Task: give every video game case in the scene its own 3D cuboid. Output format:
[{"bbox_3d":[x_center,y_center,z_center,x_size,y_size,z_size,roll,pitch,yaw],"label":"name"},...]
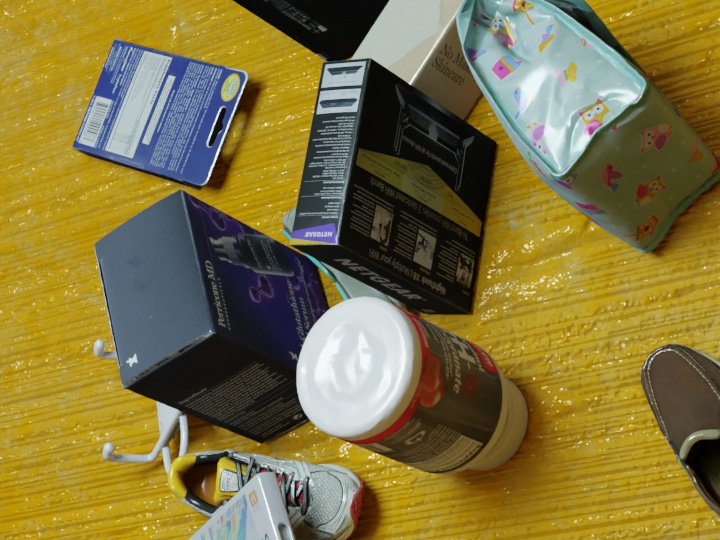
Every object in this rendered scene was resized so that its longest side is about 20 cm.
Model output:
[{"bbox_3d":[-0.099,0.293,1.642,0.200,0.022,0.183,-46,54,46],"label":"video game case"}]

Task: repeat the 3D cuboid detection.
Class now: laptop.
[{"bbox_3d":[-0.062,-0.279,1.783,0.199,0.187,0.117,-21,62,30],"label":"laptop"}]

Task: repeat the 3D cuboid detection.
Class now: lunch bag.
[{"bbox_3d":[0.172,-0.132,1.566,0.122,0.170,0.200,-45,50,7],"label":"lunch bag"}]

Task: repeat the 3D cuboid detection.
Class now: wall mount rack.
[{"bbox_3d":[-0.194,0.081,1.778,0.174,0.074,0.201,120,147,-49],"label":"wall mount rack"}]

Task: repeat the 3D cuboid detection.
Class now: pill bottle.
[{"bbox_3d":[0.048,0.099,1.551,0.110,0.200,0.111,-13,66,32],"label":"pill bottle"}]

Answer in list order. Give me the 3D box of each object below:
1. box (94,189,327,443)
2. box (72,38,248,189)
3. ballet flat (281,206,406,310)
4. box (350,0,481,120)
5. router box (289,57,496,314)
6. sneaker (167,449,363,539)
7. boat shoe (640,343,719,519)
[{"bbox_3d":[-0.119,0.044,1.697,0.104,0.200,0.149,-30,58,23],"label":"box"},{"bbox_3d":[-0.191,-0.153,1.933,0.199,0.032,0.122,18,85,41],"label":"box"},{"bbox_3d":[0.000,0.000,1.714,0.064,0.067,0.200,-42,53,3],"label":"ballet flat"},{"bbox_3d":[0.060,-0.186,1.720,0.078,0.095,0.201,38,99,39],"label":"box"},{"bbox_3d":[0.031,-0.065,1.626,0.052,0.200,0.158,-1,72,36],"label":"router box"},{"bbox_3d":[-0.084,0.196,1.691,0.199,0.082,0.078,0,73,36],"label":"sneaker"},{"bbox_3d":[0.266,0.127,1.459,0.075,0.075,0.203,-45,53,15],"label":"boat shoe"}]
